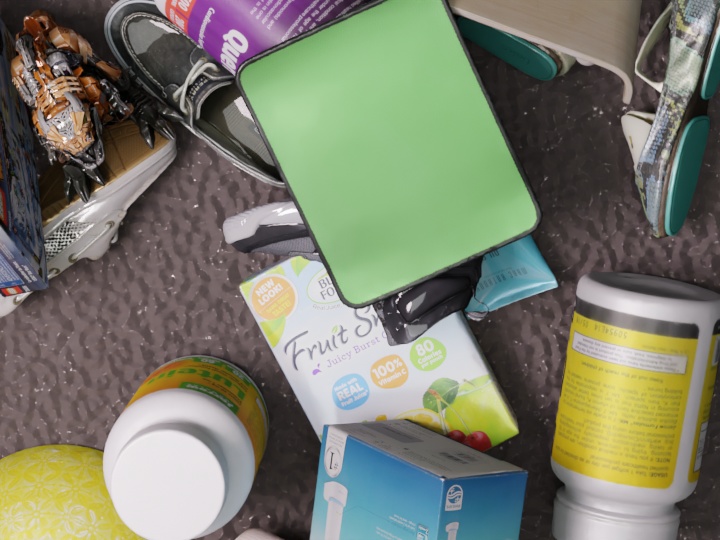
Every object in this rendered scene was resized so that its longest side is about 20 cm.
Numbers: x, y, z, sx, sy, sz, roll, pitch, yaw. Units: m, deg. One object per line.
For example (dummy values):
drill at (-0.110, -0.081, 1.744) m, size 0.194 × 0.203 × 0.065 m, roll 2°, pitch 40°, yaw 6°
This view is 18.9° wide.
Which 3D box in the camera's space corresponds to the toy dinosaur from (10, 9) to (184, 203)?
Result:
toy dinosaur at (-0.207, -0.136, 1.579) m, size 0.102 × 0.201 × 0.136 m, roll -21°, pitch 134°, yaw 22°

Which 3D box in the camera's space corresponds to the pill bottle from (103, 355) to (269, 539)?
pill bottle at (-0.130, 0.135, 1.607) m, size 0.111 × 0.200 × 0.112 m, roll 0°, pitch 99°, yaw 2°

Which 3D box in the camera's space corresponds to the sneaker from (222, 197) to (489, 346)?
sneaker at (0.000, 0.000, 1.591) m, size 0.199 × 0.075 × 0.114 m, roll -4°, pitch 93°, yaw 2°

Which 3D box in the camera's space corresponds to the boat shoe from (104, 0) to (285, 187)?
boat shoe at (-0.110, -0.137, 1.629) m, size 0.200 × 0.071 × 0.072 m, roll 37°, pitch 99°, yaw -2°

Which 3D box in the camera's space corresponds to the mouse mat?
mouse mat at (0.021, -0.087, 1.527) m, size 0.160 × 0.008 × 0.201 m, roll -23°, pitch 105°, yaw 8°

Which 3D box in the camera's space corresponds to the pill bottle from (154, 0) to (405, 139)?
pill bottle at (-0.048, -0.177, 1.579) m, size 0.200 × 0.112 × 0.113 m, roll 41°, pitch 99°, yaw 11°

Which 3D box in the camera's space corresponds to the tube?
tube at (0.077, -0.065, 1.647) m, size 0.077 × 0.050 × 0.201 m, roll -19°, pitch 102°, yaw 25°

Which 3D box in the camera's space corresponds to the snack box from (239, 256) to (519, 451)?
snack box at (0.015, 0.065, 1.664) m, size 0.142 × 0.053 × 0.201 m, roll -27°, pitch 96°, yaw 5°

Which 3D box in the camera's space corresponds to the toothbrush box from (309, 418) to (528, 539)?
toothbrush box at (0.034, 0.224, 1.580) m, size 0.085 × 0.146 × 0.201 m, roll 0°, pitch 101°, yaw -38°

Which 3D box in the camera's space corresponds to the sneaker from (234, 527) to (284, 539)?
sneaker at (-0.087, 0.291, 1.700) m, size 0.104 × 0.075 × 0.201 m, roll 30°, pitch 116°, yaw 23°

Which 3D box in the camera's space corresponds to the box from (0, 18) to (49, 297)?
box at (-0.271, -0.098, 1.569) m, size 0.040 × 0.137 × 0.201 m, roll -11°, pitch 66°, yaw 4°

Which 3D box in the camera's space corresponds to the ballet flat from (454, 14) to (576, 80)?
ballet flat at (0.076, -0.211, 1.623) m, size 0.199 × 0.067 × 0.063 m, roll 29°, pitch 70°, yaw -5°

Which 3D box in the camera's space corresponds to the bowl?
bowl at (-0.238, 0.244, 1.677) m, size 0.199 × 0.108 × 0.201 m, roll 0°, pitch 99°, yaw 2°

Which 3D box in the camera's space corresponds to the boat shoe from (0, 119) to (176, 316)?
boat shoe at (-0.216, -0.040, 1.657) m, size 0.200 × 0.071 × 0.069 m, roll -36°, pitch 127°, yaw -2°

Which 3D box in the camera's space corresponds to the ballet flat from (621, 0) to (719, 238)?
ballet flat at (0.233, -0.127, 1.625) m, size 0.074 × 0.074 × 0.201 m, roll 16°, pitch 97°, yaw 0°

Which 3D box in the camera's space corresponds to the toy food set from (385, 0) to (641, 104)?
toy food set at (0.114, -0.210, 1.574) m, size 0.199 × 0.060 × 0.144 m, roll 19°, pitch 55°, yaw -11°

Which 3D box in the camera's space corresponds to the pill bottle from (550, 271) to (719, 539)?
pill bottle at (0.205, 0.109, 1.631) m, size 0.114 × 0.114 × 0.201 m, roll 8°, pitch 99°, yaw 1°
